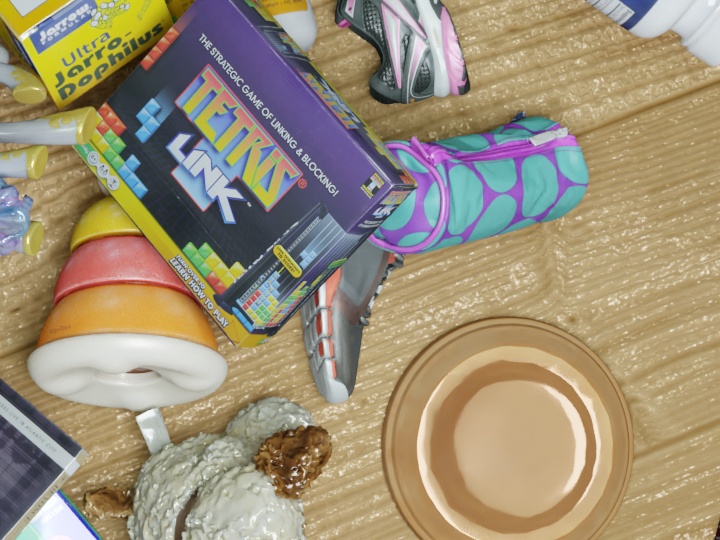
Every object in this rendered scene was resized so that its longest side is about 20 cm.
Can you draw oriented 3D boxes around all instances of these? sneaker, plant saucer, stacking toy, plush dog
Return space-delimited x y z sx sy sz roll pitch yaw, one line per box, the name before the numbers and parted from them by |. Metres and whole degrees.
sneaker | 0.016 -0.220 1.541 0.086 0.080 0.201 -18 84 3
plant saucer | 0.117 0.135 1.553 0.199 0.037 0.202 0 87 -8
sneaker | 0.000 0.000 1.528 0.081 0.077 0.202 1 87 -14
stacking toy | -0.169 -0.007 1.492 0.145 0.146 0.201 3 71 -7
plush dog | -0.096 0.182 1.436 0.160 0.171 0.201 16 84 -30

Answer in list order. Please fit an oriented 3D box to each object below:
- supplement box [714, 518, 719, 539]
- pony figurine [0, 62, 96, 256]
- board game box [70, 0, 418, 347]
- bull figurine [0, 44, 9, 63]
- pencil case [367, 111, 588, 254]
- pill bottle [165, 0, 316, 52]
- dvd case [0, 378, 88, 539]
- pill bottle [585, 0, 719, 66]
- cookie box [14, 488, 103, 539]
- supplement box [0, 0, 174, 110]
supplement box | 0.346 0.170 1.569 0.108 0.061 0.201 17 84 -5
pony figurine | -0.307 -0.072 1.394 0.199 0.167 0.194 12 60 14
board game box | -0.084 -0.074 1.417 0.165 0.057 0.200 -46 75 19
bull figurine | -0.329 -0.095 1.494 0.120 0.065 0.202 6 84 -3
pencil case | 0.083 -0.066 1.486 0.085 0.199 0.093 48 125 20
pill bottle | -0.096 -0.206 1.505 0.110 0.111 0.201 -17 89 -8
dvd case | -0.311 0.167 1.459 0.148 0.016 0.200 34 77 31
pill bottle | 0.216 -0.250 1.545 0.199 0.120 0.120 34 83 -5
cookie box | -0.230 0.280 1.480 0.171 0.075 0.200 -40 92 -7
supplement box | -0.239 -0.237 1.456 0.109 0.110 0.200 -36 67 -8
